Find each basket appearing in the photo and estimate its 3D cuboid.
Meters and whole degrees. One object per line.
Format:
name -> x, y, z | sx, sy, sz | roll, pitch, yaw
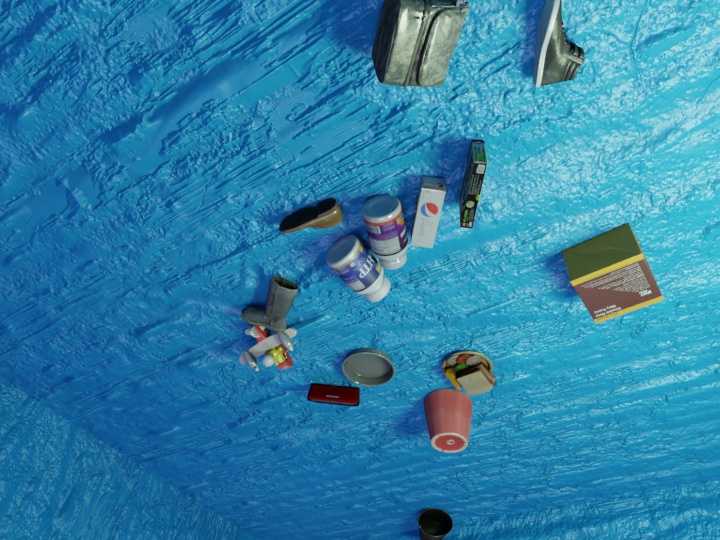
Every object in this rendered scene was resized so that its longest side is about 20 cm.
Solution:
basket -> 0.372, 1.340, 2.813 | 0.178, 0.137, 0.201 | 3, 136, -2

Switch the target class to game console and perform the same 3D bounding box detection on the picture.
game console -> -0.105, 0.518, 2.138 | 0.198, 0.173, 0.120 | 5, 106, 3

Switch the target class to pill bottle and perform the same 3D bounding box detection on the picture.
pill bottle -> 0.076, -0.103, 1.545 | 0.110, 0.112, 0.201 | -5, 132, 12
pill bottle -> 0.000, 0.000, 1.644 | 0.119, 0.120, 0.200 | -25, 125, 27

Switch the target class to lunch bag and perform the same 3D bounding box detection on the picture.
lunch bag -> 0.129, -0.502, 1.166 | 0.166, 0.140, 0.201 | 1, 135, -16

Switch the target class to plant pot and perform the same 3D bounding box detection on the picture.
plant pot -> 0.341, 0.588, 2.097 | 0.198, 0.178, 0.202 | 3, 133, 4

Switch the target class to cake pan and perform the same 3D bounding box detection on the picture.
cake pan -> 0.030, 0.358, 2.022 | 0.198, 0.037, 0.202 | 4, 133, 4

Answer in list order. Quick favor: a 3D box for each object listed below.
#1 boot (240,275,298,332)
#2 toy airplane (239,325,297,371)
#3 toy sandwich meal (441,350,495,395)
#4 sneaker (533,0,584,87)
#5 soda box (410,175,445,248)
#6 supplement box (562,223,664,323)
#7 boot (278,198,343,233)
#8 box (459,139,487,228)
boot -> -0.306, 0.103, 1.813 | 0.180, 0.073, 0.201 | 16, 132, 0
toy airplane -> -0.327, 0.273, 1.920 | 0.197, 0.142, 0.201 | 9, 126, -6
toy sandwich meal -> 0.391, 0.372, 1.965 | 0.203, 0.071, 0.207 | 4, 133, 4
sneaker -> 0.436, -0.496, 1.172 | 0.098, 0.071, 0.201 | -1, 138, 6
soda box -> 0.186, -0.160, 1.511 | 0.067, 0.064, 0.201 | 7, 132, 0
supplement box -> 0.718, 0.013, 1.551 | 0.196, 0.134, 0.200 | -26, 124, 27
boot -> -0.143, -0.139, 1.575 | 0.198, 0.074, 0.076 | -17, 138, 19
box -> 0.290, -0.222, 1.410 | 0.034, 0.111, 0.201 | 6, 132, 3
